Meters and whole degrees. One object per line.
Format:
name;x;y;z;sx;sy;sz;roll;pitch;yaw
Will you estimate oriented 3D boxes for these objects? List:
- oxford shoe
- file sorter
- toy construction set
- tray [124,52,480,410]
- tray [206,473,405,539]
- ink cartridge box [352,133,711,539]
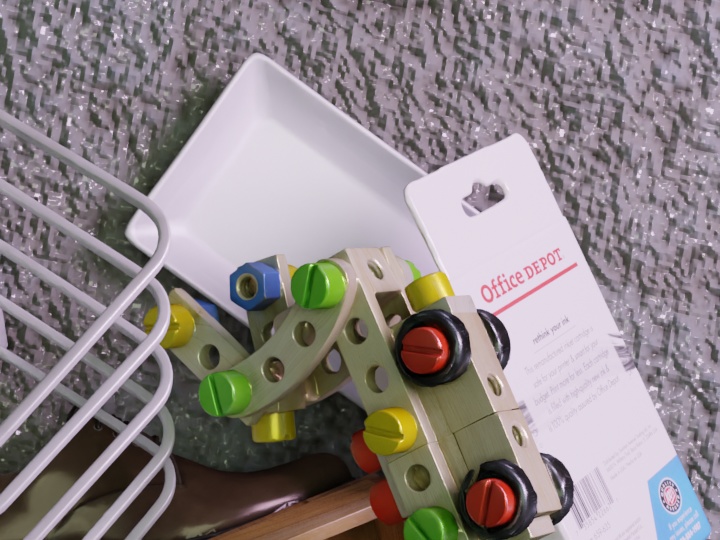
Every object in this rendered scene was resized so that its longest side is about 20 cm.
oxford shoe;-0.097;0.095;0.968;0.200;0.073;0.084;-7;82;-13
file sorter;-0.150;0.049;0.846;0.125;0.200;0.139;31;60;16
toy construction set;0.010;0.074;0.868;0.131;0.092;0.200;-29;91;28
tray;0.000;0.000;1.021;0.200;0.022;0.107;36;78;-6
tray;-0.009;0.198;0.955;0.099;0.037;0.200;-19;107;-25
ink cartridge box;0.063;0.052;0.956;0.116;0.067;0.200;-27;92;-55
